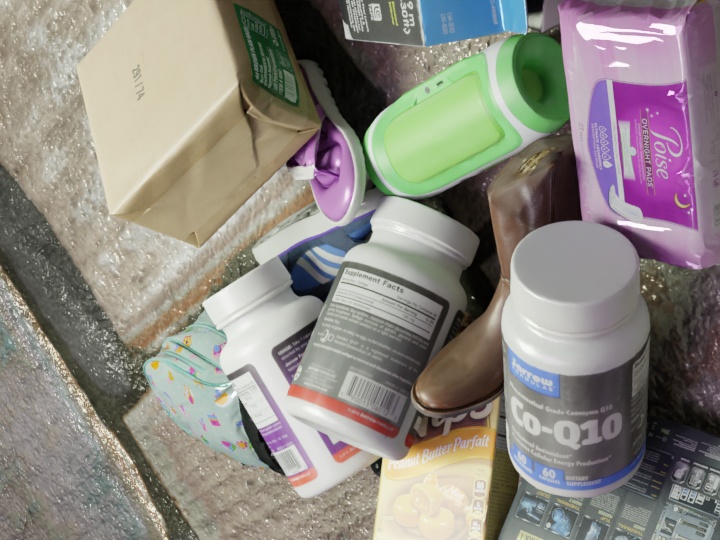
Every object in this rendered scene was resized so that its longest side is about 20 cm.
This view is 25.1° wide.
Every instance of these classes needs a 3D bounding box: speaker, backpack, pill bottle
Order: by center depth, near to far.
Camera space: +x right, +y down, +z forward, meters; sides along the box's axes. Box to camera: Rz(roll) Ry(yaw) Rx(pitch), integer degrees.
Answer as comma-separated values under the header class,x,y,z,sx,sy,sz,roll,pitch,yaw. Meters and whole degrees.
class,x,y,z,sx,sy,sz,roll,pitch,yaw
pill bottle,0.165,0.068,1.238,0.113,0.114,0.201,27,141,33
speaker,0.086,-0.122,1.314,0.199,0.088,0.089,-25,94,51
pill bottle,0.023,0.049,1.370,0.115,0.202,0.116,22,171,4
pill bottle,-0.058,0.094,1.465,0.111,0.111,0.201,-29,93,50
backpack,-0.124,0.114,1.641,0.199,0.126,0.168,23,136,44

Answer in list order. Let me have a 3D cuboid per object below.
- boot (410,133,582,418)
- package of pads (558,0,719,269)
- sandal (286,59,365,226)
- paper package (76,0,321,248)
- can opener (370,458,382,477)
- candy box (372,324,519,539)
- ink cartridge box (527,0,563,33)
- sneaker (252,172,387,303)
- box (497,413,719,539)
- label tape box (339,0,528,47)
class,x,y,z,sx,sy,sz,roll,pitch,yaw
boot,0.107,0.002,1.264,0.064,0.186,0.201,37,150,32
package of pads,0.218,-0.109,1.188,0.120,0.075,0.202,13,122,43
sandal,-0.045,-0.110,1.417,0.203,0.049,0.083,-114,34,-47
paper package,-0.148,-0.157,1.427,0.190,0.103,0.201,-43,46,27
can opener,0.060,0.137,1.515,0.200,0.078,0.064,-40,70,41
candy box,0.081,0.150,1.411,0.114,0.055,0.203,0,79,35
ink cartridge box,0.116,-0.289,1.223,0.094,0.037,0.202,25,127,36
sneaker,0.000,0.000,1.495,0.199,0.081,0.147,-26,104,45
box,0.223,0.197,1.316,0.199,0.159,0.051,16,169,40
label tape box,0.046,-0.251,1.245,0.200,0.065,0.145,22,125,62
